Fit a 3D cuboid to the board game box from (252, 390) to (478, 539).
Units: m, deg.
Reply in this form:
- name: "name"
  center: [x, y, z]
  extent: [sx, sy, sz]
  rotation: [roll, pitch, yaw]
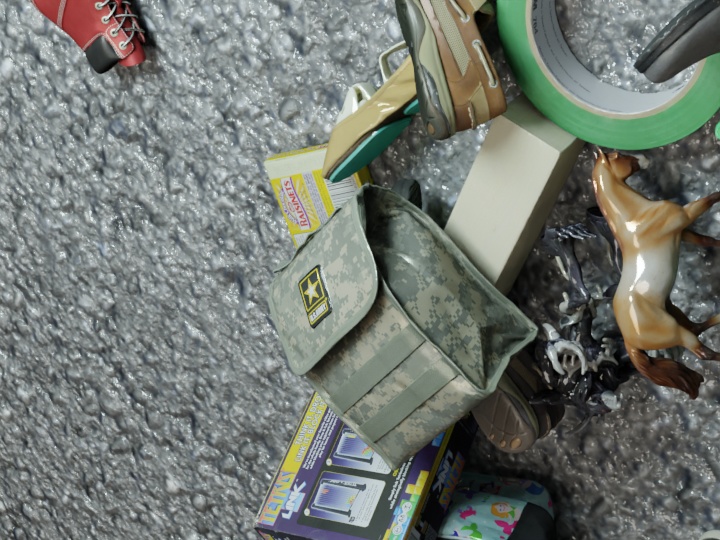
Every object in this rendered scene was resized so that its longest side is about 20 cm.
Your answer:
- name: "board game box"
  center: [0.011, 0.182, 1.289]
  extent: [0.164, 0.201, 0.057]
  rotation: [4, 146, 35]

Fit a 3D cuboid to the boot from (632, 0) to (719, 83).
- name: "boot"
  center: [0.298, -0.152, 0.918]
  extent: [0.199, 0.070, 0.132]
  rotation: [-33, 93, 9]

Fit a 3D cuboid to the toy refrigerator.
- name: "toy refrigerator"
  center: [0.119, -0.055, 1.154]
  extent: [0.070, 0.076, 0.201]
  rotation: [34, 131, 14]

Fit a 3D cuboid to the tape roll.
- name: "tape roll"
  center: [0.202, -0.193, 1.030]
  extent: [0.199, 0.048, 0.202]
  rotation: [17, 125, 27]

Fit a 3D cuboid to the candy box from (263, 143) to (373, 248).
- name: "candy box"
  center: [-0.015, -0.024, 1.300]
  extent: [0.102, 0.026, 0.201]
  rotation: [-7, 112, 36]

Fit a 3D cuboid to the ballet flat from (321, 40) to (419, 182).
- name: "ballet flat"
  center: [0.027, -0.152, 1.177]
  extent: [0.200, 0.068, 0.063]
  rotation: [-37, 80, 35]

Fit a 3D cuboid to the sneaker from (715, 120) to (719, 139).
- name: "sneaker"
  center: [0.321, -0.035, 1.024]
  extent: [0.083, 0.074, 0.201]
  rotation: [-13, 99, 31]

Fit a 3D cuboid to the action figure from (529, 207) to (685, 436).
- name: "action figure"
  center: [0.199, 0.055, 1.136]
  extent: [0.102, 0.118, 0.201]
  rotation: [-143, 43, -64]

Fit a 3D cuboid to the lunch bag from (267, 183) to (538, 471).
- name: "lunch bag"
  center: [0.020, 0.043, 1.144]
  extent: [0.200, 0.118, 0.164]
  rotation: [46, 136, 0]

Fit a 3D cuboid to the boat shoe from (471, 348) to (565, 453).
- name: "boat shoe"
  center: [0.114, 0.073, 1.239]
  extent: [0.201, 0.073, 0.075]
  rotation: [59, 145, 20]

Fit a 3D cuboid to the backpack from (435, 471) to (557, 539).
- name: "backpack"
  center: [0.099, 0.288, 1.319]
  extent: [0.199, 0.151, 0.179]
  rotation: [0, 121, 25]

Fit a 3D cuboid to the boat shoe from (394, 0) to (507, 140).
- name: "boat shoe"
  center: [0.069, -0.201, 1.077]
  extent: [0.073, 0.076, 0.201]
  rotation: [-12, 75, 0]

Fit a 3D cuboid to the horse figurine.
- name: "horse figurine"
  center: [0.245, 0.006, 1.069]
  extent: [0.131, 0.050, 0.202]
  rotation: [2, 96, -3]

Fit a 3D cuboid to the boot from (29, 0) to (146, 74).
- name: "boot"
  center: [-0.236, -0.277, 1.282]
  extent: [0.144, 0.072, 0.200]
  rotation: [48, 141, 1]

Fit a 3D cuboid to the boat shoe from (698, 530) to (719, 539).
- name: "boat shoe"
  center: [0.318, 0.335, 1.252]
  extent: [0.072, 0.063, 0.201]
  rotation: [15, 124, 28]

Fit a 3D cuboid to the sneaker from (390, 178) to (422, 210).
- name: "sneaker"
  center: [0.000, 0.000, 1.240]
  extent: [0.088, 0.074, 0.201]
  rotation: [21, 120, 9]
